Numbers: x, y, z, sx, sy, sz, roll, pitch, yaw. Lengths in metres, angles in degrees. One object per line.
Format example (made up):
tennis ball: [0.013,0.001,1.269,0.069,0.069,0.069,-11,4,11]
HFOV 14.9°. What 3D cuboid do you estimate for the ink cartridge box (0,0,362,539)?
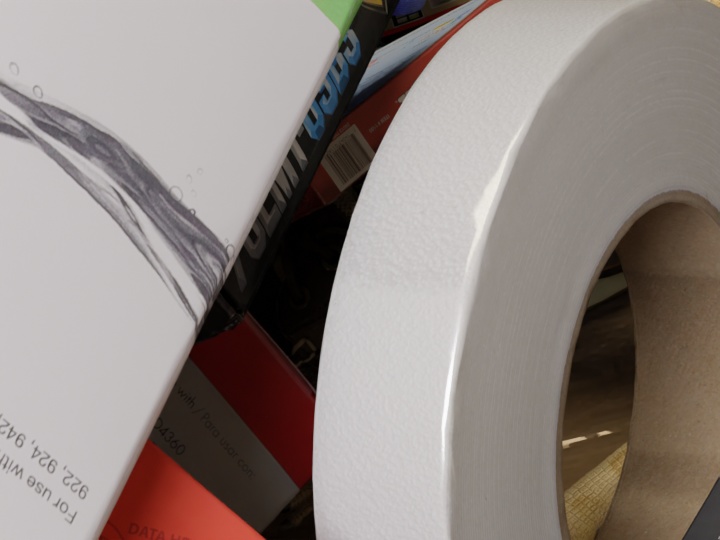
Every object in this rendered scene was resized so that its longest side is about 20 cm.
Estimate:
ink cartridge box: [-0.095,-0.017,0.587,0.145,0.084,0.200,-13,42,46]

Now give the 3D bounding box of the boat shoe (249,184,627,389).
boat shoe: [0.000,0.000,0.861,0.199,0.065,0.073,-26,34,-11]

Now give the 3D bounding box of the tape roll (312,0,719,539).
tape roll: [0.057,0.034,0.661,0.037,0.203,0.203,5,39,32]

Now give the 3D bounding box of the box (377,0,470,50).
box: [0.101,-0.091,0.973,0.199,0.035,0.110,-16,33,4]

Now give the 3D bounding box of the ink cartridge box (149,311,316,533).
ink cartridge box: [-0.084,0.062,0.748,0.200,0.067,0.116,-46,19,-20]

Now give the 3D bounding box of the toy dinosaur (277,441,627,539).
toy dinosaur: [0.022,0.093,0.743,0.101,0.058,0.200,15,34,24]

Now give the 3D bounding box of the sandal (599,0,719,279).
sandal: [0.097,-0.055,0.757,0.200,0.054,0.082,-23,56,40]

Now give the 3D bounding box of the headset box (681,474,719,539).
headset box: [0.145,0.099,0.637,0.148,0.075,0.200,6,40,33]

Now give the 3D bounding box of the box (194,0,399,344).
box: [-0.093,-0.010,0.754,0.198,0.050,0.200,-30,20,29]

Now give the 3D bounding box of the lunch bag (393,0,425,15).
lunch bag: [-0.047,-0.092,0.959,0.200,0.094,0.151,6,42,50]

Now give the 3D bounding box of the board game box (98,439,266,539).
board game box: [-0.023,0.151,0.546,0.200,0.040,0.153,39,74,12]

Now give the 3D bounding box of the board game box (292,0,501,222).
board game box: [-0.031,-0.033,0.882,0.103,0.019,0.200,-40,9,-31]
